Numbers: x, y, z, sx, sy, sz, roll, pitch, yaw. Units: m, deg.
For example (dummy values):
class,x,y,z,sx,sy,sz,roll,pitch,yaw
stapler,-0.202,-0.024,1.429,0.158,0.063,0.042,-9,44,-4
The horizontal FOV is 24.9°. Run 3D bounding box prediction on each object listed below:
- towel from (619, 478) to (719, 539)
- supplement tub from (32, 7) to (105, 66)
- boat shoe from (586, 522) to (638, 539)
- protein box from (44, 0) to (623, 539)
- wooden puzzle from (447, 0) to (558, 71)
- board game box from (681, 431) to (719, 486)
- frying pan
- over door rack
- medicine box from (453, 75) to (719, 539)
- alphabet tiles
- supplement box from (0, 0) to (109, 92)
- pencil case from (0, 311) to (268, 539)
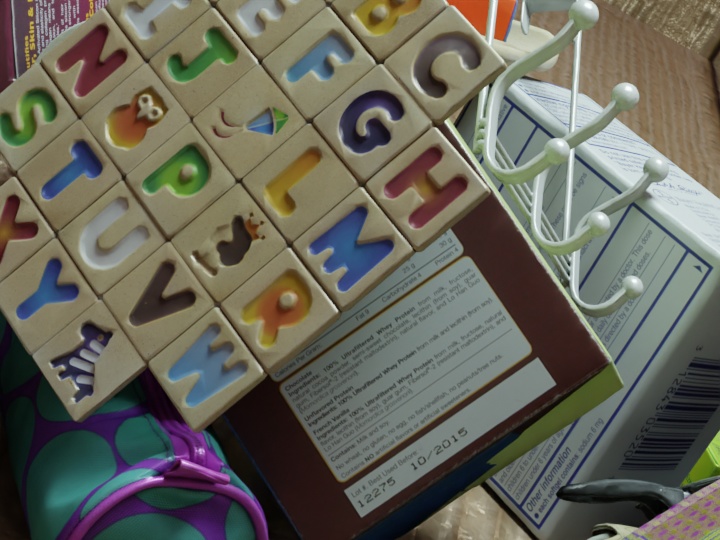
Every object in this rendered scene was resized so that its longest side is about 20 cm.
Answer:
class,x,y,z,sx,sy,sz,roll,pitch,yaw
towel,0.119,0.138,0.620,0.023,0.200,0.144,63,-12,-15
supplement tub,-0.091,-0.088,0.941,0.144,0.145,0.200,34,21,13
boat shoe,0.129,0.150,0.771,0.068,0.075,0.200,32,12,24
protein box,0.000,0.000,0.701,0.200,0.135,0.199,57,5,11
wooden puzzle,-0.007,-0.159,0.903,0.185,0.046,0.200,24,17,32
board game box,0.229,0.107,1.053,0.101,0.048,0.200,24,21,-17
frying pan,0.184,0.111,0.821,0.190,0.115,0.031,16,58,-62
over door rack,0.098,-0.098,0.788,0.148,0.066,0.200,51,29,-54
medicine box,0.114,0.017,0.913,0.103,0.182,0.200,8,29,-47
alphabet tiles,-0.053,-0.044,0.599,0.167,0.200,0.006,52,3,26
supplement box,-0.205,-0.173,1.007,0.085,0.111,0.200,4,15,15
pencil case,-0.099,0.057,0.659,0.085,0.093,0.200,18,24,-29
